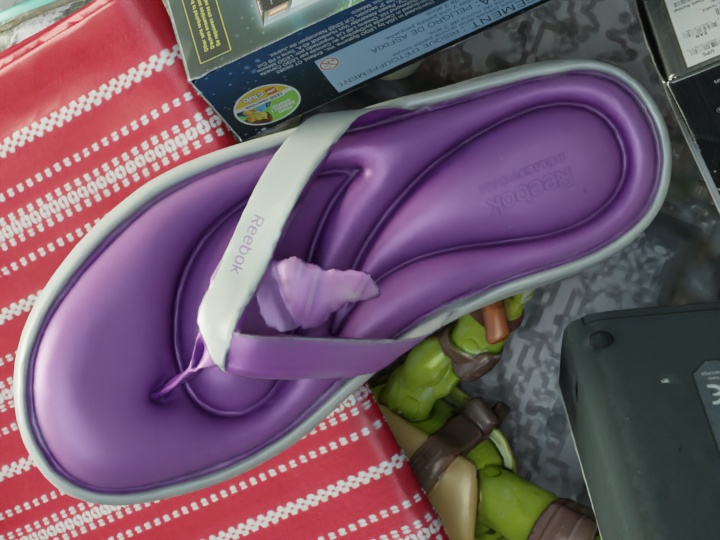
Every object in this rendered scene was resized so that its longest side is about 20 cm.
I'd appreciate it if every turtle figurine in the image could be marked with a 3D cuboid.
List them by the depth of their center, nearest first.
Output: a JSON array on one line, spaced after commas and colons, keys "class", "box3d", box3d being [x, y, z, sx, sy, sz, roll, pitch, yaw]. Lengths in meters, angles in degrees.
[{"class": "turtle figurine", "box3d": [0.020, 0.077, 0.823, 0.161, 0.064, 0.200, 42, 113, 17]}]

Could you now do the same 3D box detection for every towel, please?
[{"class": "towel", "box3d": [-0.069, 0.027, 0.802, 0.144, 0.022, 0.201, -25, 96, 32]}]

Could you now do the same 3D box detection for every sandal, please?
[{"class": "sandal", "box3d": [-0.004, -0.007, 0.736, 0.202, 0.050, 0.083, -29, 93, -14]}]

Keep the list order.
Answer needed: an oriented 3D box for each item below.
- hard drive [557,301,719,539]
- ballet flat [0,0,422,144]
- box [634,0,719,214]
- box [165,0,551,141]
[{"class": "hard drive", "box3d": [0.138, 0.083, 0.693, 0.139, 0.201, 0.033, -5, 132, -7]}, {"class": "ballet flat", "box3d": [-0.018, -0.080, 0.805, 0.199, 0.072, 0.072, -23, 94, 17]}, {"class": "box", "box3d": [0.191, -0.055, 0.741, 0.199, 0.049, 0.159, -21, 138, 10]}, {"class": "box", "box3d": [-0.003, -0.151, 0.757, 0.136, 0.038, 0.201, -24, 59, 12]}]
